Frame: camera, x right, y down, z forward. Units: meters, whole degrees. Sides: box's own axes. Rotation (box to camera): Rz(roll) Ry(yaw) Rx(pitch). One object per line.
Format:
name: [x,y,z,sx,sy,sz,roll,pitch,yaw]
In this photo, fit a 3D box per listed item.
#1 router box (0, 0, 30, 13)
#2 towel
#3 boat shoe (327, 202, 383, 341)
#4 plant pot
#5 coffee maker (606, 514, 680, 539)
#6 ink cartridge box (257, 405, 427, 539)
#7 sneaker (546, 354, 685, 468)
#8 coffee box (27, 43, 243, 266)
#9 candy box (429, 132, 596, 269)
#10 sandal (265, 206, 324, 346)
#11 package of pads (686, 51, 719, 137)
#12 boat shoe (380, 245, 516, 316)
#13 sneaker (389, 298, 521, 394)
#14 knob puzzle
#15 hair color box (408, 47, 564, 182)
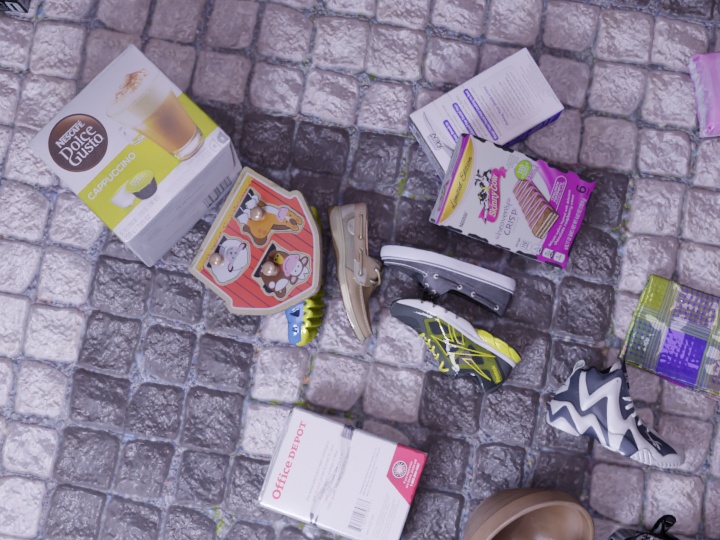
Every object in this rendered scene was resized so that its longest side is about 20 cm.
router box: [-0.558,-0.494,1.815,0.149,0.051,0.200,7,82,3]
towel: [0.485,0.100,1.740,0.200,0.023,0.144,21,83,3]
boat shoe: [0.000,0.000,1.734,0.065,0.072,0.200,-10,77,2]
plant pot: [0.209,0.364,1.649,0.201,0.201,0.093,-36,39,-4]
coffee maker: [0.412,0.422,1.604,0.135,0.200,0.192,-45,80,-2]
ink cartridge box: [-0.024,0.289,1.685,0.200,0.083,0.145,19,83,4]
sneaker: [0.372,0.189,1.698,0.199,0.079,0.130,21,91,13]
coffee box: [-0.305,-0.155,1.691,0.198,0.200,0.200,44,84,6]
candy box: [0.214,-0.098,1.715,0.200,0.061,0.136,18,94,-11]
sandal: [-0.098,0.010,1.735,0.087,0.079,0.200,-4,75,8]
package of pads: [0.583,-0.264,1.764,0.200,0.076,0.121,-8,85,-1]
boat shoe: [0.120,0.018,1.735,0.200,0.070,0.066,17,81,-5]
sneaker: [0.125,0.106,1.715,0.200,0.074,0.085,27,83,4]
knob puzzle: [-0.136,-0.026,1.703,0.219,0.030,0.220,-4,81,26]
hair color box: [0.181,-0.223,1.767,0.200,0.065,0.109,-30,83,-5]
